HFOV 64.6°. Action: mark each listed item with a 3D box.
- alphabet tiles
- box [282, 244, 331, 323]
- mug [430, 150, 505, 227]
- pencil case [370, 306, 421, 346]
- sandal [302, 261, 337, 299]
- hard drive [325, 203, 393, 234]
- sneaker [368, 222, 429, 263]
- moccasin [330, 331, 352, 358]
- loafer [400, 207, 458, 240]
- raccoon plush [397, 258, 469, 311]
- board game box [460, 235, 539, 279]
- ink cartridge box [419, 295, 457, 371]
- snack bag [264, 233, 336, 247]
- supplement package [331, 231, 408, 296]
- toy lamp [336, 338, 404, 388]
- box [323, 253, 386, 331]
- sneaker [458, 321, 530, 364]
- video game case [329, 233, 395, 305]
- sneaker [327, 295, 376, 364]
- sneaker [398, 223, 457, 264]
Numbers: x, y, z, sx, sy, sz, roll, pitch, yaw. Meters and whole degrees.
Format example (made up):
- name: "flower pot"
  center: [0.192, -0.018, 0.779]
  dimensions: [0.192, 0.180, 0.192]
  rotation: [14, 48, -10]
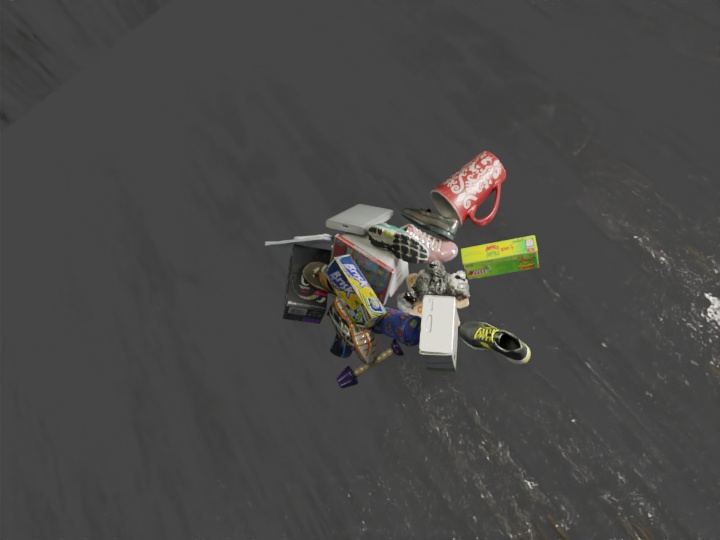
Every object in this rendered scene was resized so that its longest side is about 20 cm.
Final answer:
- name: "alphabet tiles"
  center: [0.203, 0.086, 1.613]
  dimensions: [0.196, 0.015, 0.199]
  rotation: [-19, 62, 12]
- name: "box"
  center: [-0.159, 0.040, 1.699]
  dimensions: [0.119, 0.106, 0.204]
  rotation: [9, 63, -11]
- name: "mug"
  center: [0.333, -0.228, 1.673]
  dimensions: [0.199, 0.133, 0.178]
  rotation: [-41, 89, -8]
- name: "pencil case"
  center: [0.096, 0.150, 1.541]
  dimensions: [0.077, 0.088, 0.199]
  rotation: [-30, 19, -23]
- name: "sandal"
  center: [-0.079, 0.038, 1.614]
  dimensions: [0.199, 0.055, 0.082]
  rotation: [39, 74, 16]
- name: "hard drive"
  center: [0.001, -0.158, 1.732]
  dimensions: [0.129, 0.027, 0.199]
  rotation: [13, 25, 26]
- name: "sneaker"
  center: [0.113, -0.087, 1.571]
  dimensions: [0.198, 0.079, 0.079]
  rotation: [30, 38, 31]
- name: "moccasin"
  center: [-0.043, 0.147, 1.641]
  dimensions: [0.067, 0.081, 0.204]
  rotation: [5, 64, 31]
- name: "loafer"
  center: [0.208, -0.151, 1.688]
  dimensions: [0.198, 0.071, 0.064]
  rotation: [32, 92, 38]
- name: "raccoon plush"
  center: [0.213, 0.070, 1.583]
  dimensions: [0.134, 0.096, 0.201]
  rotation: [45, 115, 18]
- name: "board game box"
  center: [0.380, -0.033, 1.553]
  dimensions: [0.196, 0.102, 0.049]
  rotation: [-10, 61, 16]
- name: "ink cartridge box"
  center: [0.203, 0.164, 1.453]
  dimensions: [0.082, 0.200, 0.148]
  rotation: [2, 70, 13]
- name: "snack bag"
  center: [-0.172, -0.090, 1.754]
  dimensions: [0.195, 0.188, 0.022]
  rotation: [-5, 89, 15]
- name: "supplement package"
  center: [0.029, -0.029, 1.660]
  dimensions: [0.197, 0.119, 0.117]
  rotation: [19, 47, 28]
- name: "toy lamp"
  center: [0.024, 0.260, 1.572]
  dimensions: [0.198, 0.058, 0.059]
  rotation: [-33, 57, 1]
- name: "box"
  center: [-0.017, 0.057, 1.545]
  dimensions: [0.070, 0.064, 0.202]
  rotation: [-48, 67, 38]
- name: "sneaker"
  center: [0.344, 0.172, 1.474]
  dimensions: [0.197, 0.085, 0.076]
  rotation: [18, 71, 28]
- name: "video game case"
  center: [0.000, 0.000, 1.603]
  dimensions: [0.198, 0.145, 0.017]
  rotation: [32, 49, 16]
- name: "sneaker"
  center: [-0.024, 0.168, 1.562]
  dimensions: [0.077, 0.077, 0.203]
  rotation: [-41, 69, 36]
- name: "sneaker"
  center: [0.179, -0.078, 1.651]
  dimensions: [0.196, 0.106, 0.076]
  rotation: [4, 53, 23]
